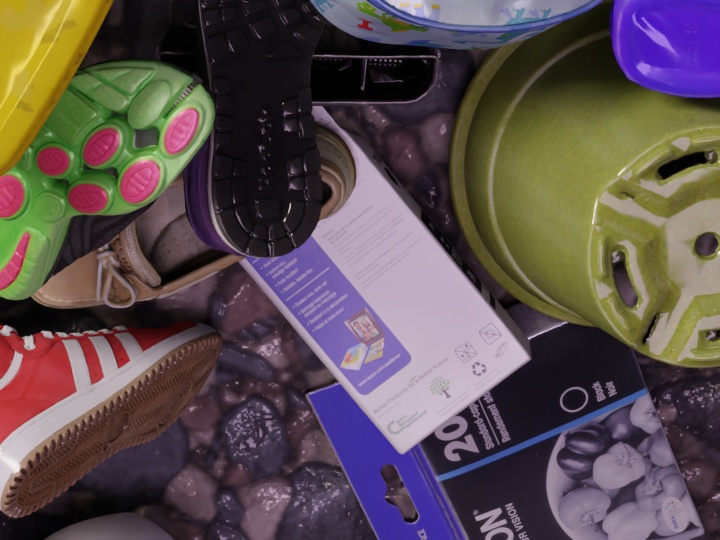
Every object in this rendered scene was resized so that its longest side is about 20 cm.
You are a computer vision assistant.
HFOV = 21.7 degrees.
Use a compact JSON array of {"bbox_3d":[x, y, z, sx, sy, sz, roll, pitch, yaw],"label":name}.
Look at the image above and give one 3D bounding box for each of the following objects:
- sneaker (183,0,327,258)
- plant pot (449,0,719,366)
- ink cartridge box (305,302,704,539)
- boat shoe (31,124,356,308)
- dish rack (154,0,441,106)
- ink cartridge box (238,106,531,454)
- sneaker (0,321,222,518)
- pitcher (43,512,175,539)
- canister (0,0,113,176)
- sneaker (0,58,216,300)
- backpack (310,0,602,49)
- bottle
[{"bbox_3d":[-0.064,-0.108,0.951,0.076,0.088,0.200,5,91,-27],"label":"sneaker"},{"bbox_3d":[0.158,-0.036,0.991,0.200,0.190,0.200,-2,107,-5],"label":"plant pot"},{"bbox_3d":[0.093,0.122,1.182,0.200,0.043,0.198,-23,120,5],"label":"ink cartridge box"},{"bbox_3d":[-0.100,-0.024,1.028,0.200,0.063,0.073,-15,105,10],"label":"boat shoe"},{"bbox_3d":[-0.031,-0.187,0.983,0.153,0.055,0.200,-1,119,-10],"label":"dish rack"},{"bbox_3d":[0.000,0.000,1.082,0.099,0.039,0.200,-37,101,13],"label":"ink cartridge box"},{"bbox_3d":[-0.171,0.057,1.062,0.112,0.200,0.071,32,122,19],"label":"sneaker"},{"bbox_3d":[-0.179,0.224,1.094,0.121,0.200,0.172,41,146,10],"label":"pitcher"},{"bbox_3d":[-0.175,-0.145,0.898,0.086,0.200,0.149,26,112,-22],"label":"canister"},{"bbox_3d":[-0.134,-0.056,0.944,0.200,0.084,0.077,-30,98,46],"label":"sneaker"},{"bbox_3d":[0.049,-0.208,0.881,0.183,0.147,0.200,-2,92,-19],"label":"backpack"},{"bbox_3d":[0.182,-0.156,0.950,0.083,0.200,0.065,7,123,17],"label":"bottle"}]
